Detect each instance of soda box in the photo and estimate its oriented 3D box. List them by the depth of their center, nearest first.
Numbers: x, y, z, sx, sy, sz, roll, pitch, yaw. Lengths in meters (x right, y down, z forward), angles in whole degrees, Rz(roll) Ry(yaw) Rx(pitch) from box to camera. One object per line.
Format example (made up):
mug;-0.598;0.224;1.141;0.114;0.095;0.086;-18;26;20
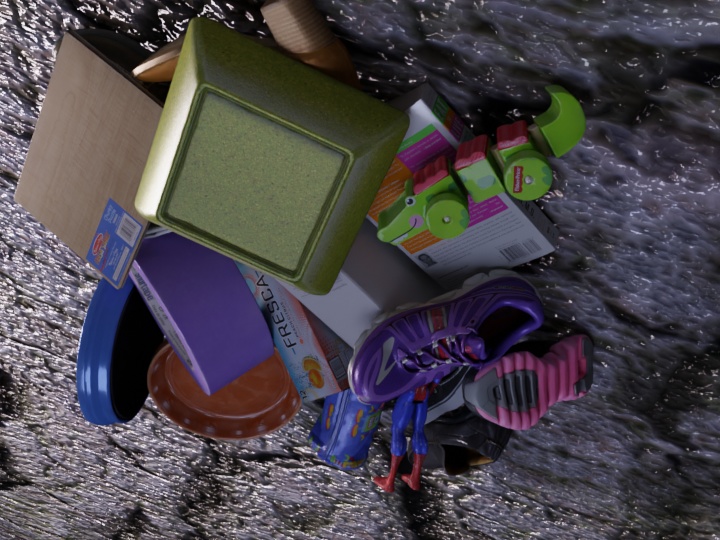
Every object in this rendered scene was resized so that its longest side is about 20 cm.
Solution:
soda box;-0.063;0.033;0.956;0.068;0.063;0.201;-23;93;44

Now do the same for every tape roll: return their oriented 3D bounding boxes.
tape roll;-0.181;0.029;0.989;0.200;0.085;0.201;50;161;25

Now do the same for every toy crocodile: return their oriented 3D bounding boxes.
toy crocodile;0.096;-0.082;0.755;0.199;0.068;0.062;-26;116;22

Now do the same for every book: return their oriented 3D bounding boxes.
book;0.073;-0.069;0.845;0.133;0.048;0.200;-22;124;40

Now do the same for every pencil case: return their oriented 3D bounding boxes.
pencil case;-0.006;0.136;1.049;0.078;0.087;0.202;28;120;23

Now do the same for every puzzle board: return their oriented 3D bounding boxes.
puzzle board;-0.249;-0.100;0.862;0.150;0.017;0.201;38;123;10

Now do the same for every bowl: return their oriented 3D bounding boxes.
bowl;-0.286;0.090;1.110;0.039;0.202;0.202;9;142;6

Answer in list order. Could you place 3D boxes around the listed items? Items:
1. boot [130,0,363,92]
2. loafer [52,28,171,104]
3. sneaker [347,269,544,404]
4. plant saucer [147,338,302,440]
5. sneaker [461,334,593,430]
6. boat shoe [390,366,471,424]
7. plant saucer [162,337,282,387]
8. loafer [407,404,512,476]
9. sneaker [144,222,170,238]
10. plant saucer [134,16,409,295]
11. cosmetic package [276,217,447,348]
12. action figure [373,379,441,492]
boot;-0.095;-0.152;0.802;0.200;0.071;0.145;-13;120;28
loafer;-0.208;-0.161;0.864;0.199;0.070;0.075;25;144;-1
sneaker;0.079;0.065;0.848;0.199;0.084;0.081;-30;113;1
plant saucer;-0.170;0.140;1.158;0.198;0.032;0.202;0;129;0
sneaker;0.155;0.107;0.925;0.095;0.199;0.080;8;99;42
boat shoe;0.090;0.127;1.058;0.056;0.069;0.200;29;145;-6
plant saucer;-0.184;0.139;1.247;0.199;0.039;0.202;16;143;12
loafer;0.117;0.226;1.160;0.072;0.073;0.200;31;144;-12
sneaker;-0.244;-0.094;0.931;0.198;0.116;0.074;5;142;26
plant saucer;-0.087;-0.080;0.773;0.199;0.048;0.201;25;122;-3
cosmetic package;0.000;0.000;0.918;0.084;0.108;0.200;-21;123;42
action figure;0.057;0.140;1.001;0.065;0.202;0.052;6;-167;-30
